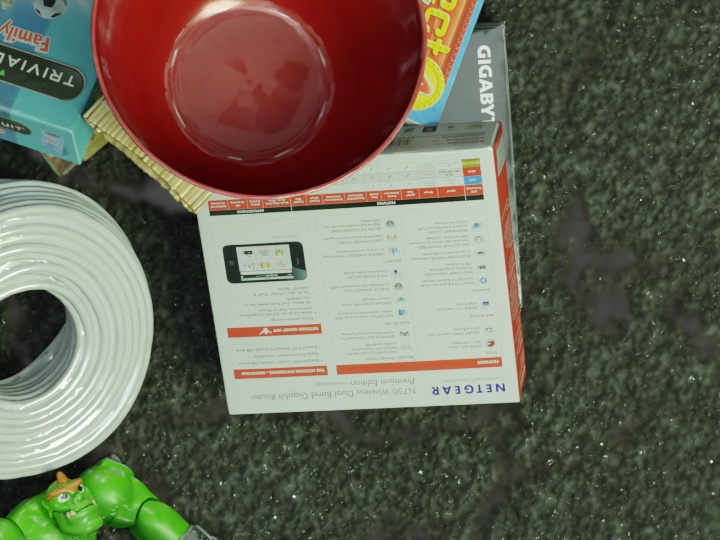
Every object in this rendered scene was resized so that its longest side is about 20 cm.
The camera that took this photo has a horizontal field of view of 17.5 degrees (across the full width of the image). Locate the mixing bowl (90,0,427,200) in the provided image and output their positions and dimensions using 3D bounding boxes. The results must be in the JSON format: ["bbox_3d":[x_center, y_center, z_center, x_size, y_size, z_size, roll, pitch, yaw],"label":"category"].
[{"bbox_3d":[-0.065,-0.128,1.425,0.198,0.108,0.202,2,77,-7],"label":"mixing bowl"}]

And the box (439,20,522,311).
[{"bbox_3d":[0.007,-0.065,1.600,0.197,0.050,0.202,-3,93,-1],"label":"box"}]

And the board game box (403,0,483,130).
[{"bbox_3d":[-0.011,-0.208,1.547,0.195,0.056,0.201,21,76,-2],"label":"board game box"}]

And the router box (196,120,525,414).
[{"bbox_3d":[0.000,0.000,1.522,0.198,0.049,0.181,-2,113,10],"label":"router box"}]

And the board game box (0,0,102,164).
[{"bbox_3d":[-0.217,-0.186,1.535,0.150,0.047,0.201,17,67,8],"label":"board game box"}]

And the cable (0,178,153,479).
[{"bbox_3d":[-0.229,0.039,1.544,0.199,0.069,0.201,8,104,-32],"label":"cable"}]

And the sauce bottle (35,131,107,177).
[{"bbox_3d":[-0.146,-0.149,1.582,0.200,0.065,0.065,-41,93,-7],"label":"sauce bottle"}]

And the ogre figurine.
[{"bbox_3d":[-0.191,0.200,1.566,0.199,0.098,0.120,-30,80,-19],"label":"ogre figurine"}]

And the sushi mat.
[{"bbox_3d":[-0.075,-0.137,1.488,0.096,0.012,0.200,41,77,4],"label":"sushi mat"}]
